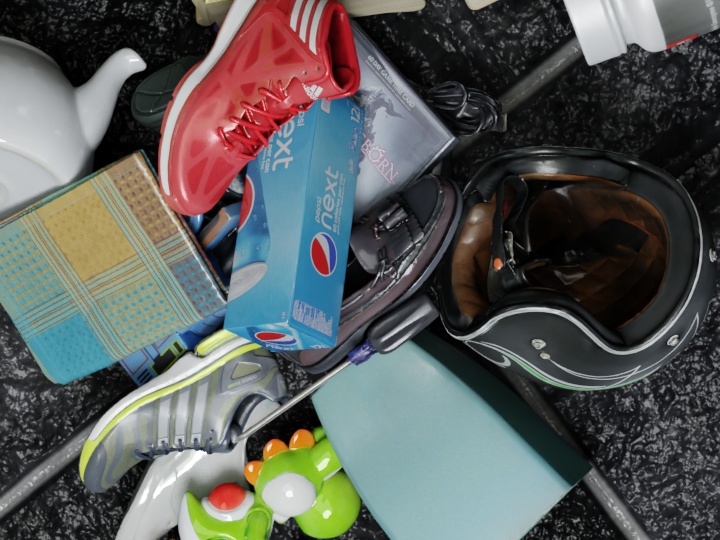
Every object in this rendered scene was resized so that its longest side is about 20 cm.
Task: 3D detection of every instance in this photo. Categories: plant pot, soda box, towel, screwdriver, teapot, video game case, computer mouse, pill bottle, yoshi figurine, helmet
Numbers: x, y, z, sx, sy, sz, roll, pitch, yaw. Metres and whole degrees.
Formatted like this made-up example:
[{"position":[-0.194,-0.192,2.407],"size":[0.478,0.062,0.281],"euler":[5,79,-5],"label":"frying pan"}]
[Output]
[{"position":[0.064,0.144,1.312],"size":[0.141,0.141,0.200],"euler":[-46,78,11],"label":"plant pot"},{"position":[-0.050,-0.042,1.251],"size":[0.067,0.064,0.202],"euler":[-7,67,36],"label":"soda box"},{"position":[-0.213,0.002,1.295],"size":[0.199,0.022,0.148],"euler":[-24,103,29],"label":"towel"},{"position":[-0.021,0.079,1.271],"size":[0.199,0.029,0.028],"euler":[-33,121,14],"label":"screwdriver"},{"position":[-0.312,-0.128,1.325],"size":[0.197,0.199,0.148],"euler":[-30,49,45],"label":"teapot"},{"position":[-0.031,-0.087,1.324],"size":[0.200,0.019,0.143],"euler":[-47,70,16],"label":"video game case"},{"position":[0.042,-0.059,1.327],"size":[0.137,0.053,0.202],"euler":[15,93,24],"label":"computer mouse"},{"position":[0.254,-0.240,1.243],"size":[0.198,0.114,0.115],"euler":[-21,94,11],"label":"pill bottle"},{"position":[-0.077,0.221,1.346],"size":[0.199,0.112,0.113],"euler":[-39,66,-1],"label":"yoshi figurine"},{"position":[0.174,0.001,1.245],"size":[0.189,0.200,0.202],"euler":[12,100,-20],"label":"helmet"}]

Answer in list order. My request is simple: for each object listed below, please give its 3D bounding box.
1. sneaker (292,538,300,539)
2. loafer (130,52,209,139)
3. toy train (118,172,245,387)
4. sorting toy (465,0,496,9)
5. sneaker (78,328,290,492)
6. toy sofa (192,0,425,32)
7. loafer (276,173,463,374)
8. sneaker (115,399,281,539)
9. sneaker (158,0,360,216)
[{"position":[-0.016,0.265,1.371],"size":[0.198,0.074,0.088],"euler":[-19,90,11],"label":"sneaker"},{"position":[-0.092,-0.157,1.324],"size":[0.198,0.063,0.072],"euler":[-17,51,20],"label":"loafer"},{"position":[-0.143,0.005,1.329],"size":[0.115,0.087,0.200],"euler":[49,119,7],"label":"toy train"},{"position":[0.133,-0.334,1.223],"size":[0.198,0.070,0.200],"euler":[-25,62,10],"label":"sorting toy"},{"position":[-0.145,0.125,1.307],"size":[0.199,0.074,0.081],"euler":[-38,74,9],"label":"sneaker"},{"position":[-0.043,-0.258,1.309],"size":[0.197,0.098,0.084],"euler":[-8,72,9],"label":"toy sofa"},{"position":[0.000,0.000,1.269],"size":[0.063,0.072,0.200],"euler":[26,113,-41],"label":"loafer"},{"position":[-0.141,0.181,1.381],"size":[0.088,0.075,0.201],"euler":[31,100,-9],"label":"sneaker"},{"position":[-0.074,-0.127,1.212],"size":[0.115,0.078,0.202],"euler":[21,89,41],"label":"sneaker"}]
